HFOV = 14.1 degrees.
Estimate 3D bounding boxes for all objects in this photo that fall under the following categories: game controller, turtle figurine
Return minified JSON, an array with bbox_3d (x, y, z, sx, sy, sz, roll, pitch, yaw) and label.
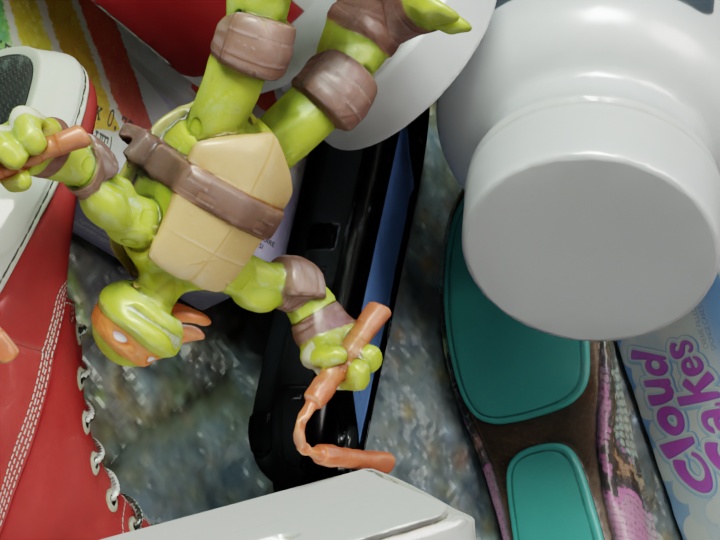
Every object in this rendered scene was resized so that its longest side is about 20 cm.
[{"bbox_3d":[0.000,0.000,1.053,0.105,0.042,0.201,68,30,-57],"label":"game controller"},{"bbox_3d":[-0.035,-0.026,0.908,0.199,0.064,0.162,31,95,-34],"label":"turtle figurine"}]

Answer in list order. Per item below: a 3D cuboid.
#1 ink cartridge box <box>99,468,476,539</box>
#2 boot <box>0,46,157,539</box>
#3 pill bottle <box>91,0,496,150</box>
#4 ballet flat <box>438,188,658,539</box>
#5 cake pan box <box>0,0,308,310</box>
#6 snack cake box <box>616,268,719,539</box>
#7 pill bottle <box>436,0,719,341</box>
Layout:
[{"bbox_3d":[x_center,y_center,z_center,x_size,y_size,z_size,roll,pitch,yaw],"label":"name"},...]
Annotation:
[{"bbox_3d":[-0.030,0.176,0.902,0.145,0.084,0.201,-13,103,-20],"label":"ink cartridge box"},{"bbox_3d":[-0.099,0.040,0.943,0.144,0.072,0.201,27,78,-35],"label":"boot"},{"bbox_3d":[-0.052,-0.131,0.957,0.200,0.112,0.113,39,54,-27],"label":"pill bottle"},{"bbox_3d":[0.079,0.058,1.126,0.071,0.069,0.201,-9,85,-62],"label":"ballet flat"},{"bbox_3d":[-0.095,-0.113,1.024,0.200,0.052,0.185,33,55,-31],"label":"cake pan box"},{"bbox_3d":[0.161,0.001,1.212,0.115,0.067,0.201,-19,90,-46],"label":"snack cake box"},{"bbox_3d":[0.088,-0.077,1.060,0.119,0.119,0.201,40,38,-27],"label":"pill bottle"}]
